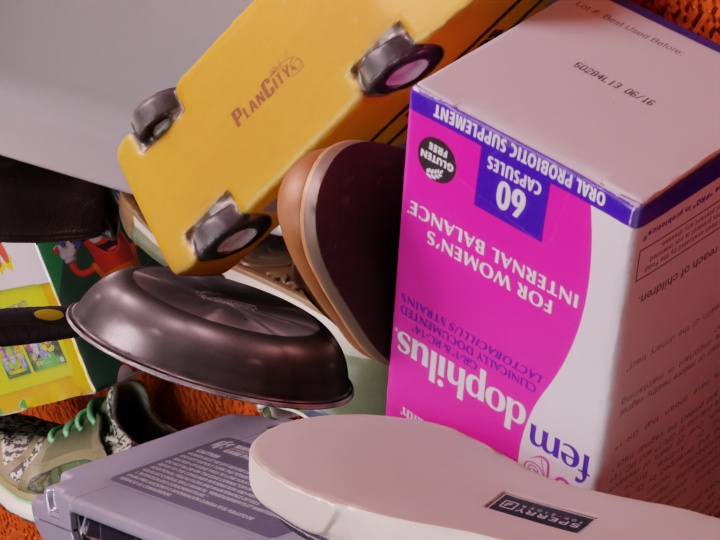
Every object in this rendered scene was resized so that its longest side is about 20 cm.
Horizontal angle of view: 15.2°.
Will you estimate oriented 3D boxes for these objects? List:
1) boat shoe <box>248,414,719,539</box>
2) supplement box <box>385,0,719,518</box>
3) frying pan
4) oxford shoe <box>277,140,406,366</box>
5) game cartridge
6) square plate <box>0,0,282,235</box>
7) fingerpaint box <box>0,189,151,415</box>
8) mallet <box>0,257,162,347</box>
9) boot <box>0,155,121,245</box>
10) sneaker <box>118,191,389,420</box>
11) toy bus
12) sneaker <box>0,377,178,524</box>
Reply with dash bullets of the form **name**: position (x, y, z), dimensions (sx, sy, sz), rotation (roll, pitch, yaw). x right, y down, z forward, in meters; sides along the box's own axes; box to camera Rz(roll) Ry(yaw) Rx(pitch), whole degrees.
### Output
- **boat shoe**: position (0.044, 0.117, 0.931), dimensions (0.200, 0.075, 0.093), rotation (17, 119, 37)
- **supplement box**: position (0.080, 0.017, 0.970), dimensions (0.101, 0.103, 0.200), rotation (30, 135, 31)
- **frying pan**: position (-0.047, 0.019, 1.073), dimensions (0.115, 0.190, 0.031), rotation (19, 103, 10)
- **oxford shoe**: position (0.000, 0.000, 1.020), dimensions (0.071, 0.071, 0.200), rotation (15, 167, 22)
- **game cartridge**: position (-0.040, 0.106, 1.187), dimensions (0.200, 0.133, 0.041), rotation (12, 119, 54)
- **square plate**: position (-0.099, -0.111, 1.083), dimensions (0.198, 0.028, 0.200), rotation (16, 138, -3)
- **fingerpaint box**: position (-0.178, -0.015, 1.381), dimensions (0.200, 0.073, 0.167), rotation (-18, 95, 58)
- **mallet**: position (-0.128, 0.015, 1.218), dimensions (0.041, 0.200, 0.066), rotation (-48, 56, 31)
- **boot**: position (-0.174, -0.091, 1.186), dimensions (0.069, 0.200, 0.174), rotation (28, 107, 51)
- **sneaker**: position (-0.042, 0.025, 1.201), dimensions (0.200, 0.067, 0.090), rotation (29, 130, 44)
- **toy bus**: position (-0.005, -0.077, 1.010), dimensions (0.200, 0.078, 0.065), rotation (-43, 67, 36)
- **sneaker**: position (-0.123, 0.091, 1.381), dimensions (0.200, 0.077, 0.089), rotation (19, 112, 44)
